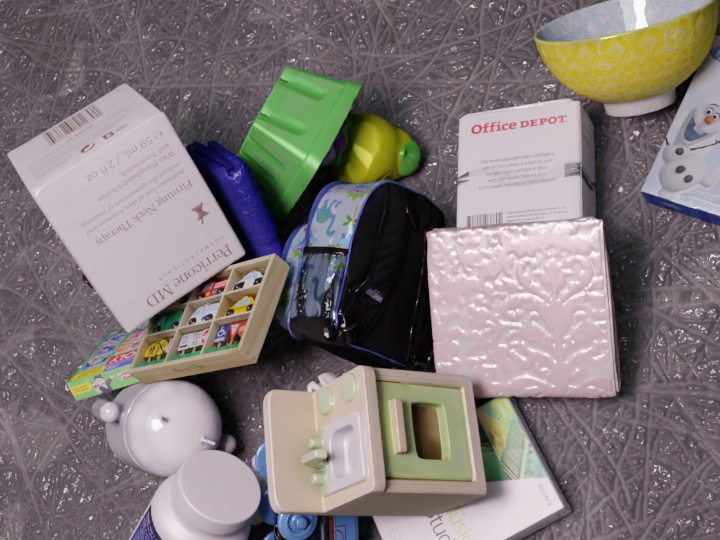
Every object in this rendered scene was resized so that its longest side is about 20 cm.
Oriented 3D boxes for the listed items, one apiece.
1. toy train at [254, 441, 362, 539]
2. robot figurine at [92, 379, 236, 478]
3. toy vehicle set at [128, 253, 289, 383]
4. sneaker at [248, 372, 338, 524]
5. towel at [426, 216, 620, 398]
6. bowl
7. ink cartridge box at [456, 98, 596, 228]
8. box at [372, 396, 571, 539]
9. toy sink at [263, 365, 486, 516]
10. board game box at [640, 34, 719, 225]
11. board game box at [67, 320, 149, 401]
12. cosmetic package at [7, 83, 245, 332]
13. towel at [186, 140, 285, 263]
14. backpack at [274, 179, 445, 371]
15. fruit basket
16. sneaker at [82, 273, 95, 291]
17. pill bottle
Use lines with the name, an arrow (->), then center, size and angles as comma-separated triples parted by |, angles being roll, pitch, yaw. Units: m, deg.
toy train -> -0.049, 0.259, 1.289 | 0.087, 0.114, 0.200 | -166, 72, -64
robot figurine -> -0.233, 0.185, 1.390 | 0.200, 0.170, 0.113 | -11, 65, 65
toy vehicle set -> -0.173, 0.057, 1.325 | 0.200, 0.027, 0.124 | -14, 48, 42
sneaker -> -0.068, 0.217, 1.359 | 0.081, 0.075, 0.200 | 36, 90, 22
towel -> 0.171, 0.043, 1.255 | 0.200, 0.032, 0.191 | -3, 97, 23
bowl -> 0.302, -0.235, 1.307 | 0.200, 0.200, 0.108 | -7, 113, 23
ink cartridge box -> 0.190, -0.080, 1.331 | 0.146, 0.084, 0.200 | -5, 71, 24
box -> 0.109, 0.244, 1.283 | 0.200, 0.036, 0.144 | -32, 62, 10
toy sink -> 0.016, 0.176, 1.203 | 0.112, 0.200, 0.130 | -36, 53, 50
board game box -> 0.435, -0.137, 1.260 | 0.200, 0.043, 0.199 | 23, 83, 30
board game box -> -0.251, 0.093, 1.461 | 0.200, 0.135, 0.029 | -18, 109, 19
cosmetic package -> -0.267, -0.076, 1.339 | 0.167, 0.200, 0.166 | -35, 31, -11
towel -> -0.131, -0.059, 1.401 | 0.050, 0.200, 0.148 | -36, 34, -18
backpack -> 0.000, 0.000, 1.336 | 0.147, 0.183, 0.200 | 4, 76, 40
fruit basket -> -0.035, -0.136, 1.412 | 0.216, 0.216, 0.156 | 13, 63, 28
sneaker -> -0.276, 0.008, 1.477 | 0.200, 0.115, 0.076 | -14, 61, 38
pill bottle -> -0.190, 0.295, 1.311 | 0.116, 0.116, 0.200 | 58, 135, 29
